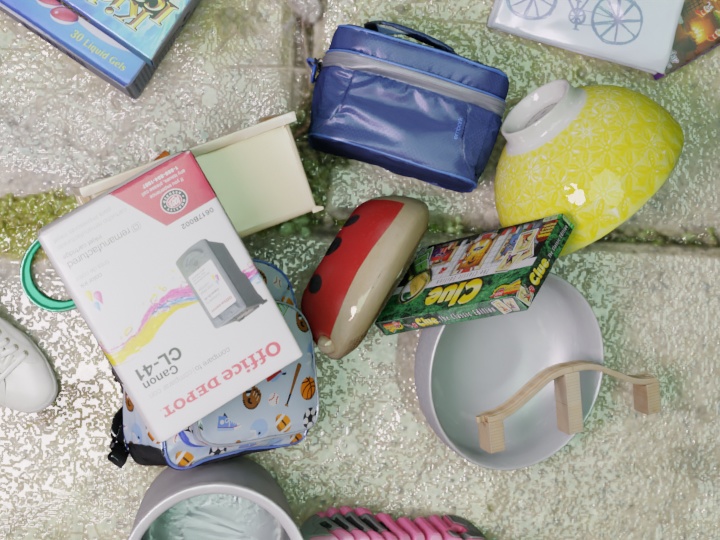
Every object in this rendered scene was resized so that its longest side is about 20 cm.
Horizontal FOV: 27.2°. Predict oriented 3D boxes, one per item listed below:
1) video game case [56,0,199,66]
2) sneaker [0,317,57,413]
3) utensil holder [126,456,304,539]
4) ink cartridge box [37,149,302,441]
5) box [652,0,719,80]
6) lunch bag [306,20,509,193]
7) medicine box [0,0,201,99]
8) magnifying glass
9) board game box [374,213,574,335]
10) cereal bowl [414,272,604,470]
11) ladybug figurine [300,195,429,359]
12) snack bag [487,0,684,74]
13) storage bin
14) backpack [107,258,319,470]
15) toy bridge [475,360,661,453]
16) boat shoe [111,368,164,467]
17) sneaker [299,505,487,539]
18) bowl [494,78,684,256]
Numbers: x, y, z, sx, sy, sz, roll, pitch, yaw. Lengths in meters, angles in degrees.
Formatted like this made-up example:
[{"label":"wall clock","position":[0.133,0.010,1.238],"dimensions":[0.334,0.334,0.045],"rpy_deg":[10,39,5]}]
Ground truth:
[{"label":"video game case","position":[-0.224,-0.320,1.374],"dimensions":[0.199,0.045,0.182],"rpy_deg":[34,88,-4]},{"label":"sneaker","position":[-0.377,0.065,1.442],"dimensions":[0.200,0.085,0.073],"rpy_deg":[44,85,-5]},{"label":"utensil holder","position":[-0.137,0.265,1.397],"dimensions":[0.169,0.200,0.171],"rpy_deg":[0,93,-6]},{"label":"ink cartridge box","position":[-0.160,0.019,1.250],"dimensions":[0.147,0.086,0.201],"rpy_deg":[-31,98,-10]},{"label":"box","position":[0.315,-0.316,1.524],"dimensions":[0.136,0.039,0.201],"rpy_deg":[-30,92,-4]},{"label":"lunch bag","position":[0.040,-0.167,1.452],"dimensions":[0.199,0.136,0.133],"rpy_deg":[17,88,-3]},{"label":"medicine box","position":[-0.243,-0.302,1.446],"dimensions":[0.182,0.103,0.201],"rpy_deg":[33,88,-4]},{"label":"magnifying glass","position":[-0.257,-0.041,1.483],"dimensions":[0.080,0.022,0.200],"rpy_deg":[45,84,-6]},{"label":"board game box","position":[0.103,0.006,1.389],"dimensions":[0.023,0.200,0.105],"rpy_deg":[44,58,-23]},{"label":"cereal bowl","position":[0.138,0.090,1.471],"dimensions":[0.199,0.083,0.201],"rpy_deg":[-5,103,-22]},{"label":"ladybug figurine","position":[0.000,0.000,1.436],"dimensions":[0.072,0.136,0.200],"rpy_deg":[30,50,3]},{"label":"snack bag","position":[0.240,-0.315,1.489],"dimensions":[0.187,0.021,0.201],"rpy_deg":[16,103,9]},{"label":"storage bin","position":[-0.156,-0.069,1.390],"dimensions":[0.199,0.198,0.094],"rpy_deg":[-22,99,-11]},{"label":"backpack","position":[-0.134,0.081,1.391],"dimensions":[0.199,0.154,0.192],"rpy_deg":[-7,86,-42]},{"label":"toy bridge","position":[0.200,0.124,1.445],"dimensions":[0.199,0.027,0.068],"rpy_deg":[-10,103,-21]},{"label":"boat shoe","position":[-0.212,0.092,1.466],"dimensions":[0.064,0.072,0.201],"rpy_deg":[1,97,16]},{"label":"sneaker","position":[0.029,0.290,1.468],"dimensions":[0.199,0.079,0.096],"rpy_deg":[10,105,-21]},{"label":"bowl","position":[0.197,-0.116,1.421],"dimensions":[0.200,0.200,0.108],"rpy_deg":[-42,111,-4]}]
